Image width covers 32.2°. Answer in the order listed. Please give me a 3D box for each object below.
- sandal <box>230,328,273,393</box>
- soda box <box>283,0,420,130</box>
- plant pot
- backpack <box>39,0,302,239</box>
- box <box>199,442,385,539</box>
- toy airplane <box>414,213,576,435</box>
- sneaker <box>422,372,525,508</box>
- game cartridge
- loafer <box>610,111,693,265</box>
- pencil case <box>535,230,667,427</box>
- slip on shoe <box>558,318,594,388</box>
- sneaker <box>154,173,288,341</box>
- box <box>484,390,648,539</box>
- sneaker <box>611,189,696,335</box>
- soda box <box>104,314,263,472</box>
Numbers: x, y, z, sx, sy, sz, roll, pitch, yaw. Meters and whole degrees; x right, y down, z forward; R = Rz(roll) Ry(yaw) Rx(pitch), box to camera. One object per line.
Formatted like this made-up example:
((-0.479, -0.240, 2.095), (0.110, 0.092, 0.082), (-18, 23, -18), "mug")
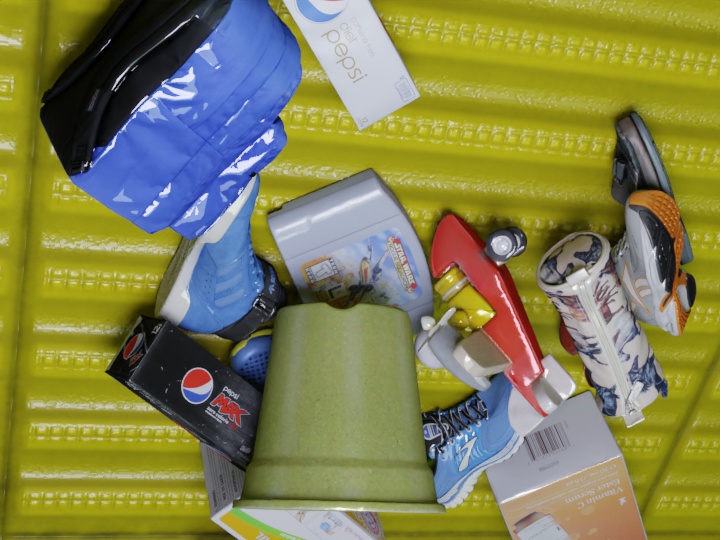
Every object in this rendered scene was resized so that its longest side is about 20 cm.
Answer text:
((-0.053, 0.133, 1.296), (0.199, 0.088, 0.079), (35, 114, -31), "sandal")
((-0.023, -0.220, 1.048), (0.063, 0.069, 0.201), (-27, 128, 7), "soda box")
((-0.017, 0.130, 1.164), (0.197, 0.188, 0.201), (2, 168, 0), "plant pot")
((-0.141, -0.147, 1.020), (0.201, 0.163, 0.167), (-49, 133, 7), "backpack")
((-0.070, 0.250, 1.362), (0.101, 0.113, 0.200), (-35, 129, 13), "box")
((0.122, 0.069, 1.224), (0.139, 0.201, 0.201), (-22, 133, 16), "toy airplane")
((0.114, 0.184, 1.384), (0.088, 0.079, 0.201), (20, 119, -30), "sneaker")
((0.000, 0.000, 1.243), (0.131, 0.042, 0.202), (-19, 129, 5), "game cartridge")
((0.281, -0.068, 1.247), (0.062, 0.072, 0.201), (-23, 131, 11), "loafer")
((0.237, 0.055, 1.223), (0.077, 0.090, 0.201), (-28, 122, 4), "pencil case")
((0.239, 0.062, 1.333), (0.061, 0.075, 0.201), (-26, 133, 10), "slip on shoe")
((-0.109, -0.013, 1.173), (0.110, 0.077, 0.201), (18, 124, -19), "sneaker")
((0.239, 0.267, 1.462), (0.150, 0.107, 0.201), (-23, 128, 3), "box")
((0.271, -0.006, 1.236), (0.091, 0.076, 0.201), (9, 146, 29), "sneaker")
((-0.146, 0.127, 1.211), (0.200, 0.063, 0.071), (42, 71, -30), "soda box")
